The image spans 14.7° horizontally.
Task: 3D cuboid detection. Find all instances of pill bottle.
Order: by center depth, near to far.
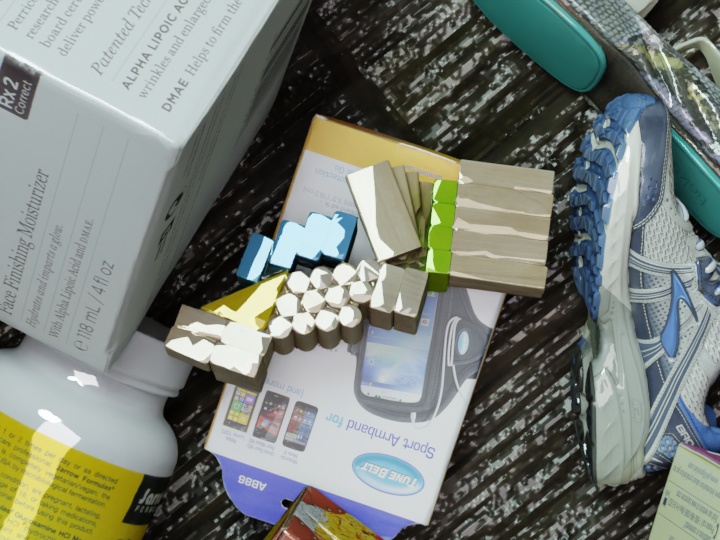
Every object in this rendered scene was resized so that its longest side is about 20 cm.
[{"bbox_3d":[-0.158,0.111,1.364,0.112,0.112,0.200,26,94,3],"label":"pill bottle"}]

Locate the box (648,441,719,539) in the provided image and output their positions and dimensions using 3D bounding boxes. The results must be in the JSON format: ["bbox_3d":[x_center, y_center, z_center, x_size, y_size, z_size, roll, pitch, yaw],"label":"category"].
[{"bbox_3d":[0.216,0.204,1.330,0.176,0.097,0.200,16,94,-12],"label":"box"}]

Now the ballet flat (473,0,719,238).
[{"bbox_3d":[0.135,-0.103,1.368,0.200,0.072,0.072,45,94,1],"label":"ballet flat"}]

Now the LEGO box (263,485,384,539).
[{"bbox_3d":[-0.029,0.231,1.360,0.149,0.077,0.200,37,103,-1],"label":"LEGO box"}]

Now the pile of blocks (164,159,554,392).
[{"bbox_3d":[0.000,0.000,1.342,0.200,0.062,0.082,-17,78,-3],"label":"pile of blocks"}]

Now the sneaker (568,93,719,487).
[{"bbox_3d":[0.147,0.007,1.352,0.085,0.077,0.200,-4,115,-6],"label":"sneaker"}]

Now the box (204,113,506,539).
[{"bbox_3d":[0.003,0.035,1.388,0.119,0.041,0.200,19,95,3],"label":"box"}]

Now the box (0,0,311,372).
[{"bbox_3d":[-0.113,-0.098,1.274,0.131,0.199,0.200,28,55,3],"label":"box"}]
